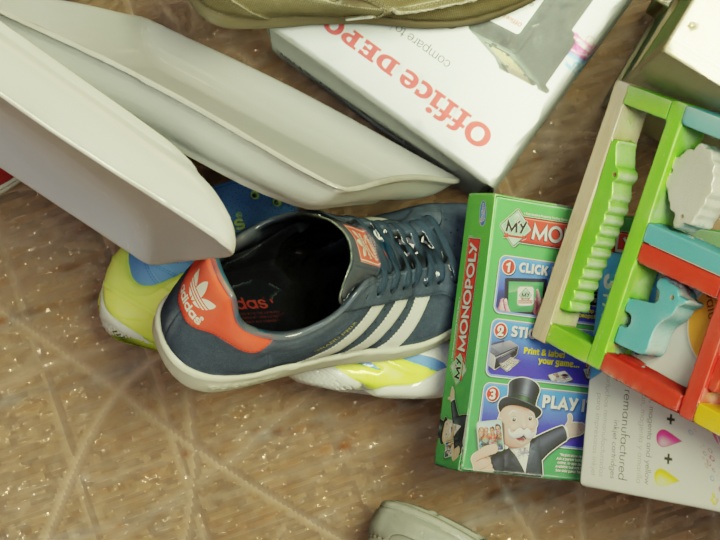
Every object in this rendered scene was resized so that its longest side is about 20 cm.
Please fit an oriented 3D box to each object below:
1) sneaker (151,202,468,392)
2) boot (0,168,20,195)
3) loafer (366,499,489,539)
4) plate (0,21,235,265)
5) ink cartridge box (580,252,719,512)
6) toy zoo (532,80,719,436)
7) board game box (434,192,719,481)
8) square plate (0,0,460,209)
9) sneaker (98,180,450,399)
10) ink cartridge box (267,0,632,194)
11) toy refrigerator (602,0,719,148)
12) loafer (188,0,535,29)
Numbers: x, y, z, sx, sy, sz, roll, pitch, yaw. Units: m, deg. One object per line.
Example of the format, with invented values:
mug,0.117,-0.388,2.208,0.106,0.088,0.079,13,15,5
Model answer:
sneaker,0.000,0.000,0.990,0.199,0.085,0.075,-20,68,-31
boot,-0.252,-0.060,1.026,0.199,0.144,0.073,-14,87,-2
loafer,0.080,0.193,1.058,0.200,0.070,0.070,37,81,0
plate,-0.151,-0.071,0.932,0.200,0.199,0.032,36,79,-13
ink cartridge box,0.199,0.055,0.937,0.068,0.199,0.116,3,91,-42
toy zoo,0.167,0.004,0.911,0.020,0.200,0.132,8,105,-42
board game box,0.137,0.041,1.038,0.199,0.029,0.135,8,88,-27
square plate,-0.066,-0.076,0.982,0.198,0.200,0.029,28,102,14
sneaker,-0.032,0.003,1.058,0.199,0.076,0.106,11,88,1
ink cartridge box,0.065,-0.158,1.057,0.145,0.083,0.200,35,89,1
toy refrigerator,0.172,-0.108,0.997,0.070,0.200,0.076,31,88,1
loafer,0.012,-0.152,0.982,0.199,0.067,0.076,-10,88,1
